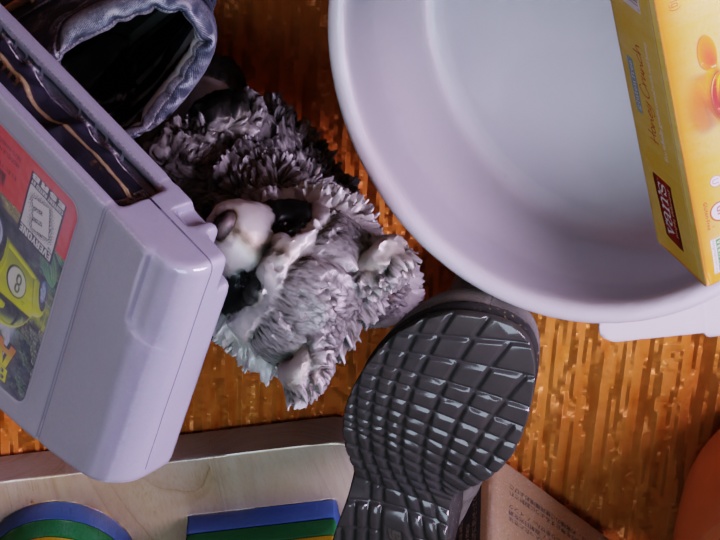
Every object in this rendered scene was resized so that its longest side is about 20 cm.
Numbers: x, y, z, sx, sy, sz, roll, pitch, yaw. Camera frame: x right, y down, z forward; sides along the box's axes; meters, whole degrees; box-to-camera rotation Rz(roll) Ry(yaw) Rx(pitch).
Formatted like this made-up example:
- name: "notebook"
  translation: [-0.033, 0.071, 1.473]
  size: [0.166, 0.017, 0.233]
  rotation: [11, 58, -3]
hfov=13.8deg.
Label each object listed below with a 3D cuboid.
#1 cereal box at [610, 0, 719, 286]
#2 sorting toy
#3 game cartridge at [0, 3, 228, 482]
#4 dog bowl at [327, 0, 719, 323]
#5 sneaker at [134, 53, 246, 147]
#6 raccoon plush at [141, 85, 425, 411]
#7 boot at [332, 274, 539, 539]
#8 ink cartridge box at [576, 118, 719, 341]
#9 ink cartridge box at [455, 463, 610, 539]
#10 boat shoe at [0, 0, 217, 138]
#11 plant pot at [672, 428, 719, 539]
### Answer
- name: "cereal box"
  translation: [0.180, -0.097, 0.985]
  size: [0.199, 0.040, 0.145]
  rotation: [-25, 125, -13]
- name: "sorting toy"
  translation: [-0.084, 0.176, 1.376]
  size: [0.197, 0.070, 0.201]
  rotation: [-7, 128, 7]
- name: "game cartridge"
  translation: [-0.133, -0.019, 1.121]
  size: [0.041, 0.200, 0.134]
  rotation: [-25, 148, -36]
- name: "dog bowl"
  translation: [0.092, -0.087, 1.096]
  size: [0.199, 0.079, 0.201]
  rotation: [9, 110, 24]
- name: "sneaker"
  translation: [-0.117, -0.018, 1.229]
  size: [0.086, 0.075, 0.200]
  rotation: [31, 120, -9]
- name: "raccoon plush"
  translation: [0.000, 0.000, 1.145]
  size: [0.199, 0.134, 0.097]
  rotation: [6, 112, -47]
- name: "boot"
  translation: [0.038, 0.034, 1.214]
  size: [0.067, 0.131, 0.200]
  rotation: [20, 143, 1]
- name: "ink cartridge box"
  translation: [0.189, -0.042, 1.202]
  size: [0.199, 0.068, 0.116]
  rotation: [-6, 126, 5]
- name: "ink cartridge box"
  translation: [0.104, 0.206, 1.334]
  size: [0.200, 0.165, 0.075]
  rotation: [38, 123, -24]
- name: "boat shoe"
  translation: [-0.132, -0.073, 1.170]
  size: [0.200, 0.091, 0.071]
  rotation: [-37, 119, 26]
- name: "plant pot"
  translation: [0.216, 0.142, 1.293]
  size: [0.199, 0.140, 0.201]
  rotation: [-1, 125, -1]
